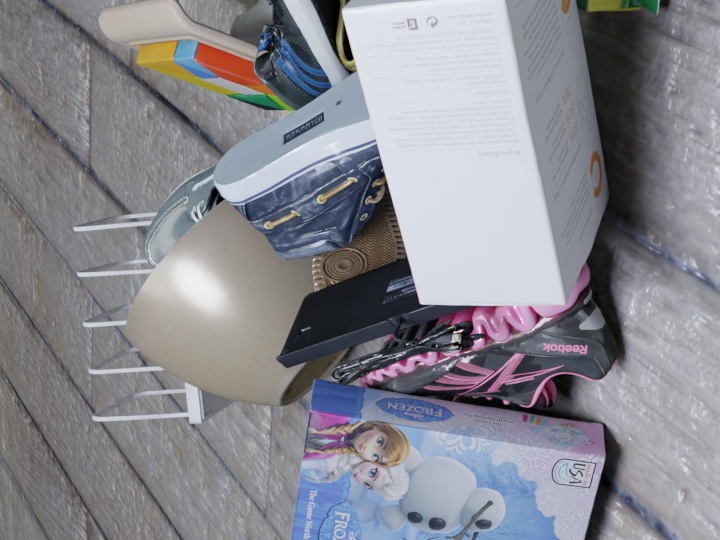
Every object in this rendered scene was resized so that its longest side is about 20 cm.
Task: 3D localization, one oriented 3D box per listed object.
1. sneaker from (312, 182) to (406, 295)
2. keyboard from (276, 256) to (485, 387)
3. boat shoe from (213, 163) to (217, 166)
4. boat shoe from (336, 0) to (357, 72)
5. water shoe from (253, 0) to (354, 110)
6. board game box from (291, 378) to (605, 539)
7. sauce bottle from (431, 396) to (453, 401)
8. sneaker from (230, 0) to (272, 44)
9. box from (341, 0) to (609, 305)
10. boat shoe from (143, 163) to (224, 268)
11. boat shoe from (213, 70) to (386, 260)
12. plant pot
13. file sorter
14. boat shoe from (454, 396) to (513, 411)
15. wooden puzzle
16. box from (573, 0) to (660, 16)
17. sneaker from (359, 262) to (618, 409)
[{"bbox_3d":[0.000,0.000,1.163,0.201,0.070,0.109,-93,0,-46],"label":"sneaker"},{"bbox_3d":[0.031,0.028,0.988,0.199,0.127,0.021,-21,118,29],"label":"keyboard"},{"bbox_3d":[-0.111,-0.006,1.441,0.065,0.072,0.201,-6,80,40],"label":"boat shoe"},{"bbox_3d":[0.029,-0.235,1.061,0.072,0.068,0.201,14,101,36],"label":"boat shoe"},{"bbox_3d":[-0.046,-0.160,1.115,0.200,0.078,0.072,62,-157,-52],"label":"water shoe"},{"bbox_3d":[0.052,0.182,1.044,0.043,0.198,0.201,-83,1,-60],"label":"board game box"},{"bbox_3d":[0.072,0.037,1.101,0.066,0.066,0.201,57,145,39],"label":"sauce bottle"},{"bbox_3d":[-0.048,-0.221,1.264,0.200,0.078,0.100,10,90,61],"label":"sneaker"},{"bbox_3d":[0.075,-0.095,0.896,0.097,0.125,0.201,0,124,24],"label":"box"},{"bbox_3d":[-0.127,-0.060,1.350,0.200,0.062,0.073,-33,91,23],"label":"boat shoe"},{"bbox_3d":[0.000,-0.080,1.069,0.199,0.091,0.071,-24,37,22],"label":"boat shoe"},{"bbox_3d":[-0.081,0.037,1.286,0.134,0.200,0.201,45,141,15],"label":"plant pot"},{"bbox_3d":[-0.199,0.039,1.491,0.139,0.124,0.201,-29,-65,-74],"label":"file sorter"},{"bbox_3d":[0.094,0.172,1.107,0.073,0.074,0.201,-95,6,-61],"label":"boat shoe"},{"bbox_3d":[-0.106,-0.166,1.256,0.185,0.199,0.037,12,80,61],"label":"wooden puzzle"},{"bbox_3d":[0.123,-0.234,0.943,0.200,0.048,0.118,36,129,52],"label":"box"},{"bbox_3d":[0.087,0.063,1.018,0.199,0.079,0.096,-24,110,39],"label":"sneaker"}]
